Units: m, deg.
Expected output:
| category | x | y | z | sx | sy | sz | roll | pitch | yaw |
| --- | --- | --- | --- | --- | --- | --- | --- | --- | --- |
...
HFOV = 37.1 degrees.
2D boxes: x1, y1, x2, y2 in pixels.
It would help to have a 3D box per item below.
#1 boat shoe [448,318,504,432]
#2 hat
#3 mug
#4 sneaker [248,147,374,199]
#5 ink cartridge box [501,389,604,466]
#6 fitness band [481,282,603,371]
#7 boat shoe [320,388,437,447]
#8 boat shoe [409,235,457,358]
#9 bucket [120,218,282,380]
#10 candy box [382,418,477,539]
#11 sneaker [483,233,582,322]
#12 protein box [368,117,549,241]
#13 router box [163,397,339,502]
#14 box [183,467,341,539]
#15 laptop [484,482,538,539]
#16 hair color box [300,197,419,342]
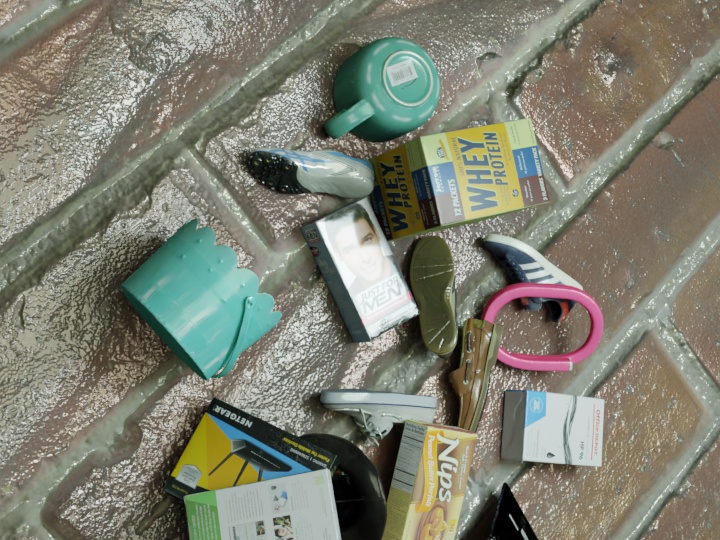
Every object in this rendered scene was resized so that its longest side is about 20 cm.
| category | x | y | z | sx | sy | sz | roll | pitch | yaw |
| --- | --- | --- | --- | --- | --- | --- | --- | --- | --- |
| boat shoe | 0.176 | 0.176 | 1.723 | 0.068 | 0.072 | 0.200 | 14 | 87 | 8 |
| hat | -0.041 | 0.323 | 1.579 | 0.201 | 0.201 | 0.081 | 67 | 20 | -5 |
| mug | 0.044 | -0.272 | 1.675 | 0.152 | 0.114 | 0.185 | 23 | 74 | -22 |
| sneaker | -0.076 | -0.157 | 1.639 | 0.200 | 0.072 | 0.073 | 9 | 46 | -19 |
| ink cartridge box | 0.338 | 0.264 | 1.785 | 0.200 | 0.068 | 0.116 | 9 | 81 | -25 |
| fitness band | 0.297 | 0.092 | 1.755 | 0.200 | 0.037 | 0.144 | 3 | 105 | -1 |
| boat shoe | 0.026 | 0.228 | 1.641 | 0.202 | 0.075 | 0.086 | 9 | 84 | -35 |
| boat shoe | 0.118 | 0.045 | 1.706 | 0.072 | 0.066 | 0.201 | -6 | 66 | 2 |
| bucket | -0.220 | 0.043 | 1.467 | 0.135 | 0.207 | 0.207 | -43 | 103 | -14 |
| candy box | 0.103 | 0.335 | 1.639 | 0.115 | 0.055 | 0.200 | 16 | 85 | -42 |
| sneaker | 0.277 | 0.017 | 1.783 | 0.200 | 0.075 | 0.085 | 33 | 80 | -14 |
| protein box | 0.145 | -0.138 | 1.663 | 0.200 | 0.199 | 0.135 | -13 | 90 | -26 |
| router box | -0.150 | 0.287 | 1.498 | 0.200 | 0.051 | 0.149 | 22 | 72 | 14 |
| box | -0.127 | 0.353 | 1.425 | 0.200 | 0.036 | 0.144 | -11 | 70 | 2 |
| laptop | 0.207 | 0.474 | 1.697 | 0.177 | 0.103 | 0.200 | 61 | 30 | -20 |
| hair color box | 0.000 | 0.000 | 1.654 | 0.099 | 0.061 | 0.200 | -28 | 96 | -26 |
